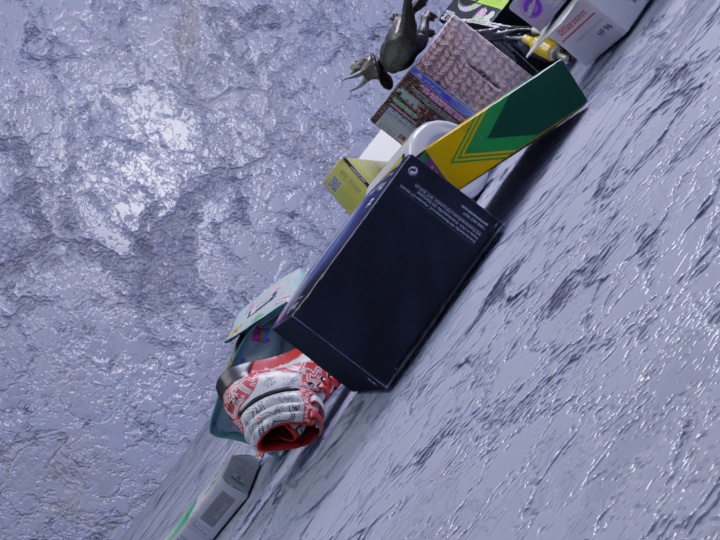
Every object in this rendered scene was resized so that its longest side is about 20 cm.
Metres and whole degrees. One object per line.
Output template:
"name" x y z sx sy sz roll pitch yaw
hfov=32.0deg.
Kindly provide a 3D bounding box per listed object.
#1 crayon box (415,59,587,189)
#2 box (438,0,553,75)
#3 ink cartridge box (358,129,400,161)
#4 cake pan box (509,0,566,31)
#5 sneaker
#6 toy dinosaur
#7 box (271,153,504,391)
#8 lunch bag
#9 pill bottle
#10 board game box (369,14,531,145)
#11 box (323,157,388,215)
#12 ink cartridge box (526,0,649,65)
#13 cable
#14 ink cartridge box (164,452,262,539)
"crayon box" 0.127 -0.134 1.328 0.172 0.058 0.200 -33 1 -12
"box" 0.237 -0.384 1.760 0.200 0.124 0.149 -52 29 2
"ink cartridge box" 0.063 -0.157 1.996 0.145 0.084 0.200 -54 -12 -16
"cake pan box" 0.255 -0.374 1.386 0.200 0.052 0.184 -50 1 38
"sneaker" -0.049 0.133 1.386 0.201 0.108 0.067 -20 -39 -20
"toy dinosaur" 0.056 -0.291 1.605 0.103 0.077 0.200 -66 14 -20
"box" 0.019 0.009 1.264 0.199 0.123 0.200 -55 4 -11
"lunch bag" -0.108 0.105 1.567 0.170 0.122 0.201 -77 4 -77
"pill bottle" 0.071 -0.097 1.599 0.111 0.111 0.200 -56 6 -33
"board game box" 0.127 -0.219 1.669 0.097 0.159 0.200 -54 6 -21
"box" 0.037 -0.115 1.776 0.050 0.075 0.200 -52 -24 25
"ink cartridge box" 0.277 -0.306 1.385 0.200 0.068 0.116 -53 4 -15
"cable" 0.207 -0.314 1.626 0.097 0.200 0.050 -43 -36 -35
"ink cartridge box" -0.196 0.304 1.660 0.161 0.050 0.200 -52 7 13
